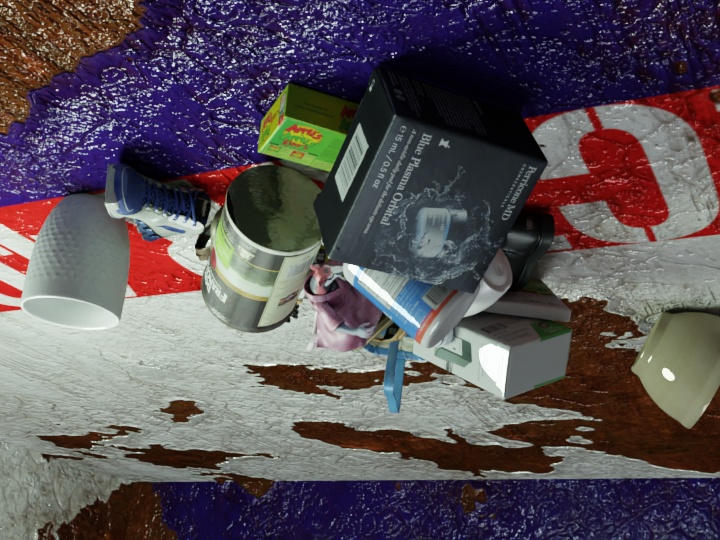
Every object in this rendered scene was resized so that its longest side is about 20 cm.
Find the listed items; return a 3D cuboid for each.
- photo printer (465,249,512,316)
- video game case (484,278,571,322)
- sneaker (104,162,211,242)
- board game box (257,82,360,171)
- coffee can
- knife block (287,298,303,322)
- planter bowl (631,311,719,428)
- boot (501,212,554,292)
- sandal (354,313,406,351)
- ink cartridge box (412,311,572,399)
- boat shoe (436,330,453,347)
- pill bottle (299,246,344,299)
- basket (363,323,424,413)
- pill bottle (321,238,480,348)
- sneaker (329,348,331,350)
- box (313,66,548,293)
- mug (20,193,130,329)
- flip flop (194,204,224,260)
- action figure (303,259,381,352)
[{"bbox_3d":[0.107,-0.028,1.370,0.166,0.069,0.201,-24,101,53],"label":"photo printer"},{"bbox_3d":[0.212,0.035,1.583,0.198,0.023,0.182,7,-166,-6],"label":"video game case"},{"bbox_3d":[-0.277,-0.099,1.427,0.114,0.082,0.199,-3,164,10],"label":"sneaker"},{"bbox_3d":[-0.016,-0.161,1.240,0.198,0.048,0.102,13,156,-21],"label":"board game box"},{"bbox_3d":[-0.135,-0.027,1.405,0.145,0.148,0.201,10,142,-14],"label":"coffee can"},{"bbox_3d":[-0.181,0.033,1.738,0.199,0.065,0.175,20,153,-33],"label":"knife block"},{"bbox_3d":[0.558,0.153,1.748,0.134,0.201,0.201,29,162,13],"label":"planter bowl"},{"bbox_3d":[0.181,-0.038,1.475,0.160,0.074,0.199,6,153,-7],"label":"boot"},{"bbox_3d":[0.064,0.081,1.648,0.199,0.054,0.080,-33,-171,-22],"label":"sandal"},{"bbox_3d":[0.197,0.107,1.529,0.145,0.085,0.199,-12,-156,-38],"label":"ink cartridge box"},{"bbox_3d":[0.074,0.023,1.479,0.066,0.202,0.073,-19,180,-35],"label":"boat shoe"},{"bbox_3d":[0.000,0.000,1.554,0.198,0.113,0.111,8,158,-9],"label":"pill bottle"},{"bbox_3d":[0.066,0.135,1.750,0.137,0.202,0.177,3,158,5],"label":"basket"},{"bbox_3d":[0.048,-0.003,1.302,0.200,0.112,0.112,41,165,16],"label":"pill bottle"},{"bbox_3d":[0.001,0.047,1.619,0.114,0.201,0.079,-14,121,15],"label":"sneaker"},{"bbox_3d":[0.077,-0.100,1.166,0.198,0.118,0.198,13,123,-22],"label":"box"},{"bbox_3d":[-0.440,-0.013,1.527,0.199,0.177,0.147,-12,153,38],"label":"mug"},{"bbox_3d":[-0.227,-0.044,1.549,0.057,0.082,0.200,22,154,1],"label":"flip flop"},{"bbox_3d":[-0.038,0.031,1.425,0.147,0.135,0.200,0,157,24],"label":"action figure"}]
